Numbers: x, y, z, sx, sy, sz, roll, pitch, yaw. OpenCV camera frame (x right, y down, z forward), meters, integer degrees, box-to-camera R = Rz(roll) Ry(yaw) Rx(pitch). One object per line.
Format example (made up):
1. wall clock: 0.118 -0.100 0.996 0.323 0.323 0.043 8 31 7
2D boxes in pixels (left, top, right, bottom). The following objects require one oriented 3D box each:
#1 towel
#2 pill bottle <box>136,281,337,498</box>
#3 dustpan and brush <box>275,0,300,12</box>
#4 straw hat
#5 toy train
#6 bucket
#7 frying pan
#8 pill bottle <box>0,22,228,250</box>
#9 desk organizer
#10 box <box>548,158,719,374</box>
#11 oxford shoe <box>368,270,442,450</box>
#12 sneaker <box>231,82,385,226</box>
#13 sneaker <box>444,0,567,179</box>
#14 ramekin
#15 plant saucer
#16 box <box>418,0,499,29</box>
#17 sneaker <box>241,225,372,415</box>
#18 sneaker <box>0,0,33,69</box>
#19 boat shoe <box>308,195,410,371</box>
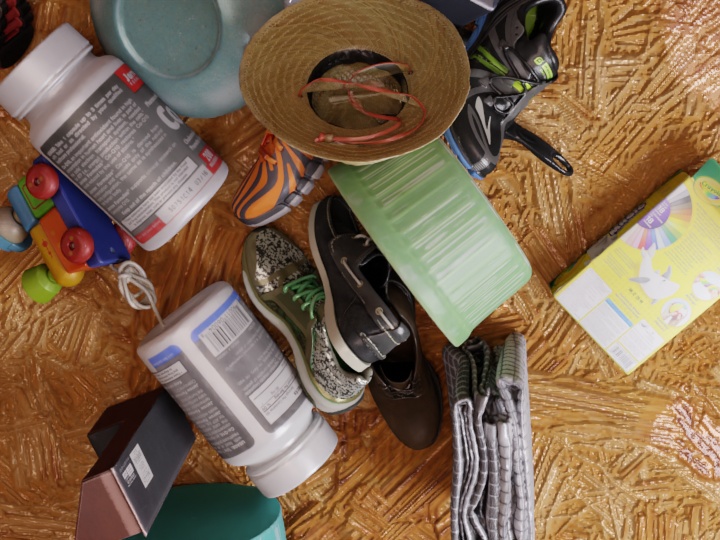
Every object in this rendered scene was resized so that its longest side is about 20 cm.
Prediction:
1. towel: 0.124 0.174 1.020 0.085 0.166 0.201 -3 105 9
2. pill bottle: -0.118 0.120 1.041 0.114 0.114 0.200 -35 101 11
3. dustpan and brush: -0.072 -0.255 0.973 0.200 0.057 0.140 23 119 6
4. straw hat: -0.002 -0.137 0.877 0.200 0.202 0.085 -3 144 3
5. toy train: -0.279 -0.003 1.014 0.116 0.085 0.200 -33 83 22
6. bucket: -0.163 0.310 1.056 0.206 0.207 0.135 -4 101 3
7. frying pan: 0.123 -0.162 0.991 0.190 0.031 0.115 14 73 -29
8. pill bottle: -0.230 -0.124 0.971 0.114 0.114 0.200 -42 106 12
9. desk organizer: -0.230 0.189 1.021 0.077 0.200 0.072 -21 104 10
10. box: 0.297 -0.007 1.025 0.200 0.048 0.117 -42 99 14
11. oxford shoe: 0.036 0.107 1.041 0.072 0.084 0.200 -13 116 9
12. sneaker: -0.073 -0.140 0.968 0.200 0.078 0.112 -51 134 3
13. sneaker: 0.129 -0.173 0.924 0.071 0.083 0.200 42 62 -40
14. ramekin: 0.067 -0.039 0.952 0.098 0.200 0.200 -36 101 4
15. plant saucer: -0.168 -0.231 0.958 0.200 0.039 0.202 7 117 15
16. box: 0.093 -0.319 0.861 0.117 0.197 0.200 28 97 -7
17. sneaker: -0.041 0.038 1.009 0.077 0.089 0.200 -29 87 -33
18. sneaker: -0.351 -0.277 0.942 0.087 0.074 0.200 22 131 7
19. boat shoe: 0.000 0.000 0.972 0.068 0.200 0.072 -36 133 21
